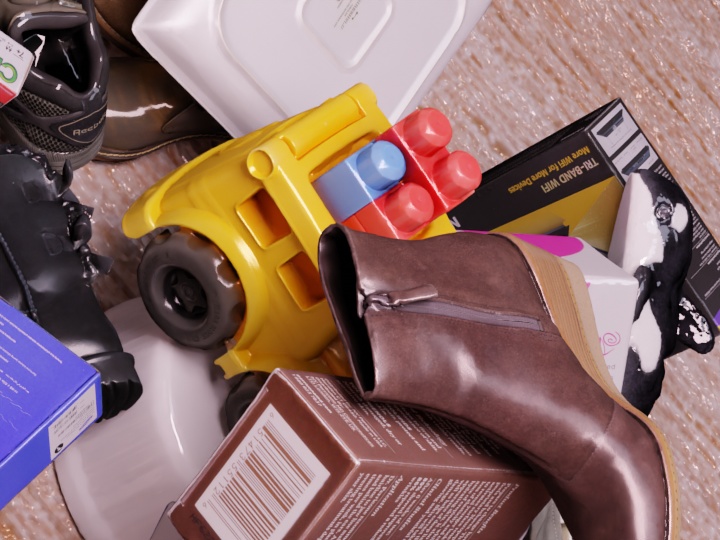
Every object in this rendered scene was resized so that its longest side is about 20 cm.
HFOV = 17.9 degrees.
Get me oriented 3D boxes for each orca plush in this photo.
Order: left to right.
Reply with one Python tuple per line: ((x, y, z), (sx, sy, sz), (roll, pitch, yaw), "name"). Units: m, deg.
((0.181, 0.044, 1.373), (0.071, 0.105, 0.201), (9, 73, -4), "orca plush")

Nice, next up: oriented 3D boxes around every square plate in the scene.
((-0.017, -0.156, 1.370), (0.198, 0.028, 0.200), (46, 69, -35), "square plate")

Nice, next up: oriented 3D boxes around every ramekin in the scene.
((-0.072, 0.094, 1.336), (0.200, 0.098, 0.201), (20, 57, -35), "ramekin")

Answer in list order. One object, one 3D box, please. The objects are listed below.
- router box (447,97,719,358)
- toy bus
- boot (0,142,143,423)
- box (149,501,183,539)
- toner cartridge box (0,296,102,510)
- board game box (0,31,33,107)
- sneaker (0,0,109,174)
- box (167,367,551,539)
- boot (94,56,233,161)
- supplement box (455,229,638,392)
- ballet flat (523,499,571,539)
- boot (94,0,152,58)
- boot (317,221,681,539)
((0.133, -0.002, 1.494), (0.157, 0.200, 0.052), (54, 45, -6), "router box")
((0.000, 0.000, 1.241), (0.136, 0.192, 0.200), (-36, 96, -47), "toy bus")
((-0.225, 0.021, 1.247), (0.198, 0.073, 0.163), (-15, 65, -23), "boot")
((-0.043, 0.246, 1.228), (0.200, 0.105, 0.184), (27, 87, -31), "box")
((-0.236, 0.037, 1.167), (0.200, 0.043, 0.095), (36, 58, 19), "toner cartridge box")
((-0.291, -0.136, 1.226), (0.200, 0.126, 0.035), (35, 50, -24), "board game box")
((-0.211, -0.158, 1.303), (0.076, 0.114, 0.200), (-33, 77, -29), "sneaker")
((0.008, 0.113, 1.151), (0.075, 0.100, 0.200), (48, 19, 31), "box")
((-0.110, -0.119, 1.392), (0.199, 0.097, 0.075), (-2, 64, -35), "boot")
((0.087, 0.085, 1.350), (0.101, 0.103, 0.201), (4, 106, -16), "supplement box")
((0.090, 0.133, 1.286), (0.064, 0.067, 0.201), (-18, 111, -38), "ballet flat")
((-0.085, -0.161, 1.463), (0.200, 0.075, 0.074), (18, 61, -34), "boot")
((0.064, 0.070, 1.123), (0.166, 0.072, 0.201), (6, 56, -39), "boot")
